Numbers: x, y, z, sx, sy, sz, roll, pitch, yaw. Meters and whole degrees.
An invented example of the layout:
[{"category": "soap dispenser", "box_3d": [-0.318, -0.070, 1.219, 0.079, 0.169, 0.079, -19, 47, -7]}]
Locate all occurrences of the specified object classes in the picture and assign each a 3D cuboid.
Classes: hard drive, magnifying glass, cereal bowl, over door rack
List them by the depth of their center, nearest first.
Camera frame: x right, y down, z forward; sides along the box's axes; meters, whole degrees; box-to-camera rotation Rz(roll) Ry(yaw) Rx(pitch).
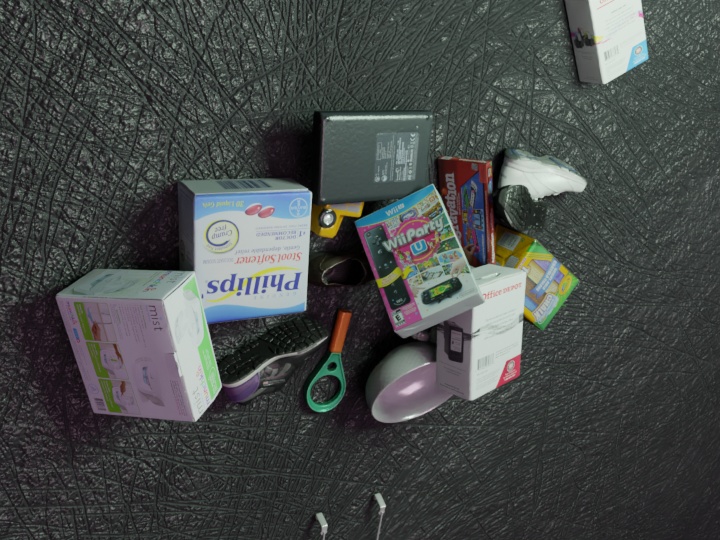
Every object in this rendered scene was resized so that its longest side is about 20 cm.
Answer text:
[{"category": "hard drive", "box_3d": [0.018, -0.178, 1.082, 0.199, 0.033, 0.140, -8, 113, -29]}, {"category": "magnifying glass", "box_3d": [-0.052, 0.166, 1.264, 0.079, 0.022, 0.201, 6, 105, -30]}, {"category": "cereal bowl", "box_3d": [0.096, 0.196, 1.298, 0.199, 0.083, 0.201, -18, 143, -14]}, {"category": "over door rack", "box_3d": [-0.016, 0.572, 1.414, 0.147, 0.067, 0.201, -9, 113, -26]}]

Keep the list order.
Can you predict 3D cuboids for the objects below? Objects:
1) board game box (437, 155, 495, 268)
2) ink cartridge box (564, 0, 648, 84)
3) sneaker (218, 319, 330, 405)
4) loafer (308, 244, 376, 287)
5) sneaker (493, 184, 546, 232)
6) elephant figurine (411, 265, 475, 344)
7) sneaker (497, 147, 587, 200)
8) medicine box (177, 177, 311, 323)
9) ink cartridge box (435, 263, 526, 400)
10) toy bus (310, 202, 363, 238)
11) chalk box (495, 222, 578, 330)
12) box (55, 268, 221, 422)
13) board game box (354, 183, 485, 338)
[{"category": "board game box", "box_3d": [0.190, -0.101, 1.240, 0.019, 0.103, 0.201, -30, 122, -40]}, {"category": "ink cartridge box", "box_3d": [0.443, -0.457, 1.256, 0.115, 0.068, 0.201, -31, 121, -15]}, {"category": "sneaker", "box_3d": [-0.142, 0.158, 1.185, 0.199, 0.076, 0.088, -25, 132, -12]}, {"category": "loafer", "box_3d": [0.000, 0.000, 1.195, 0.199, 0.071, 0.073, -12, 114, -23]}, {"category": "sneaker", "box_3d": [0.265, -0.109, 1.253, 0.200, 0.087, 0.076, 16, 87, -59]}, {"category": "elephant figurine", "box_3d": [0.147, 0.024, 1.246, 0.141, 0.155, 0.201, 18, 102, 3]}, {"category": "sneaker", "box_3d": [0.342, -0.174, 1.322, 0.199, 0.075, 0.087, 9, 117, -24]}, {"category": "medicine box", "box_3d": [-0.179, -0.035, 1.068, 0.181, 0.103, 0.201, -6, 111, -26]}, {"category": "ink cartridge box", "box_3d": [0.207, 0.100, 1.194, 0.145, 0.083, 0.201, -14, 111, -41]}, {"category": "toy bus", "box_3d": [-0.029, -0.154, 1.125, 0.078, 0.065, 0.201, 6, 106, -31]}, {"category": "chalk box", "box_3d": [0.321, 0.023, 1.345, 0.200, 0.124, 0.124, 37, 89, -32]}, {"category": "box", "box_3d": [-0.315, 0.107, 1.001, 0.176, 0.097, 0.201, 0, 115, 17]}, {"category": "board game box", "box_3d": [0.092, -0.015, 1.111, 0.147, 0.201, 0.064, -25, 156, 12]}]
